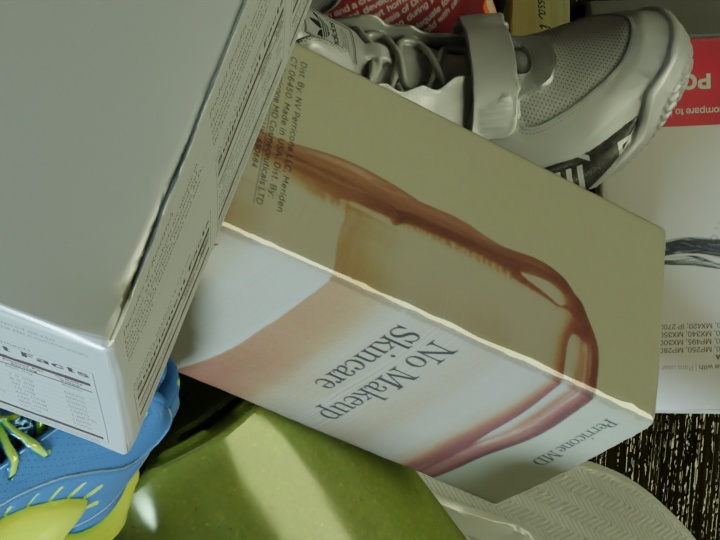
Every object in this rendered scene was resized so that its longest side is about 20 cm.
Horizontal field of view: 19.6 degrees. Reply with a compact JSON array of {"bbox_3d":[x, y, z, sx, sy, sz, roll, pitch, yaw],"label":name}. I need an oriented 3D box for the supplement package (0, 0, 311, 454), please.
[{"bbox_3d":[-0.104,-0.076,0.600,0.111,0.155,0.200,100,10,-71],"label":"supplement package"}]

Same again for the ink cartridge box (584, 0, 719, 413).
[{"bbox_3d":[0.165,-0.037,1.120,0.145,0.084,0.201,-75,162,-74],"label":"ink cartridge box"}]

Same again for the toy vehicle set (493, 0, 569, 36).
[{"bbox_3d":[0.066,-0.073,0.950,0.124,0.026,0.200,108,-11,-51],"label":"toy vehicle set"}]

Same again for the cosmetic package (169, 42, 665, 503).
[{"bbox_3d":[0.000,0.000,0.739,0.200,0.103,0.087,23,55,-24],"label":"cosmetic package"}]

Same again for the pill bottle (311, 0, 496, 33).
[{"bbox_3d":[-0.021,-0.150,0.847,0.114,0.114,0.200,-57,139,-33],"label":"pill bottle"}]

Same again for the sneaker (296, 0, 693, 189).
[{"bbox_3d":[0.022,-0.072,0.794,0.075,0.200,0.115,-100,163,-47],"label":"sneaker"}]

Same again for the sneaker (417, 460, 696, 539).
[{"bbox_3d":[0.066,0.136,0.989,0.200,0.116,0.074,30,49,-16],"label":"sneaker"}]

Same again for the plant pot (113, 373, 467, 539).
[{"bbox_3d":[-0.039,0.123,0.835,0.200,0.200,0.190,-48,121,-40],"label":"plant pot"}]

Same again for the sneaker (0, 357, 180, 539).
[{"bbox_3d":[-0.125,0.048,0.651,0.105,0.076,0.200,-53,161,15],"label":"sneaker"}]
